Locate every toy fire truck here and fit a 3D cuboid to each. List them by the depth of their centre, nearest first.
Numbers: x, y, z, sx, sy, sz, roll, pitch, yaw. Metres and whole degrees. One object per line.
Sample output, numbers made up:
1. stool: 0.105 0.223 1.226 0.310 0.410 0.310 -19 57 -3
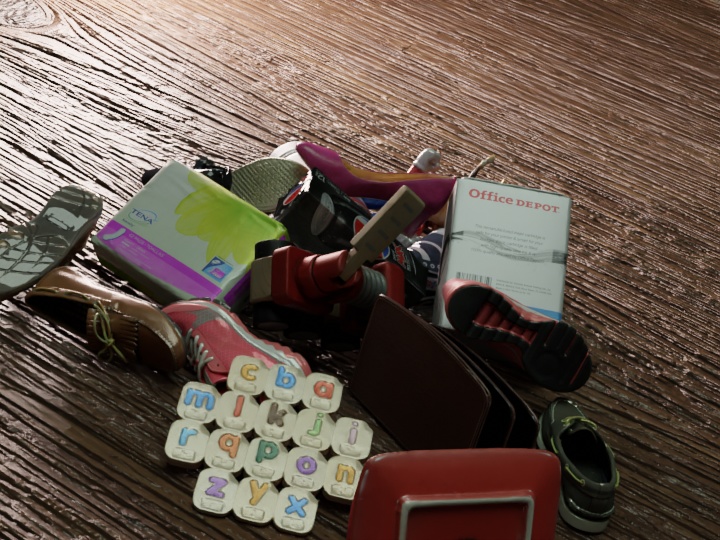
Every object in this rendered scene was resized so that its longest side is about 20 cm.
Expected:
1. toy fire truck: 0.000 0.000 1.481 0.200 0.129 0.176 -14 -23 38

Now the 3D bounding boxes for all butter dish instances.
1. butter dish: 0.059 0.242 1.199 0.200 0.200 0.148 1 8 -25

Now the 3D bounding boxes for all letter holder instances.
1. letter holder: 0.095 0.119 1.436 0.100 0.142 0.200 -9 36 -36

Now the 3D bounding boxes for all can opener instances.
1. can opener: -0.230 -0.112 1.732 0.063 0.079 0.200 22 -5 -38

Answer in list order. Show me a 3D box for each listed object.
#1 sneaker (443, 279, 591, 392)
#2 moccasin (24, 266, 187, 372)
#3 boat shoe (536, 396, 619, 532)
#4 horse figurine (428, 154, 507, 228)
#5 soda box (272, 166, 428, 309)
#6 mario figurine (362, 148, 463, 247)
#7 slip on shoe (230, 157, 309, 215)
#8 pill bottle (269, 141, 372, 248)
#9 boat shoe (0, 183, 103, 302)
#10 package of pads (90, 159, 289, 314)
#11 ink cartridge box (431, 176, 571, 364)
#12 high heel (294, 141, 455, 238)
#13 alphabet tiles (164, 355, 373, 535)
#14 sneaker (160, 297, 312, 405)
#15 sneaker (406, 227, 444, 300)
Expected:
1. sneaker: 0.177 0.063 1.517 0.200 0.074 0.087 33 8 -17
2. moccasin: -0.274 0.058 1.449 0.201 0.074 0.078 29 41 19
3. boat shoe: 0.238 0.196 1.453 0.072 0.060 0.202 10 29 -8
4. horse figurine: 0.158 -0.057 1.797 0.132 0.200 0.050 -30 1 -9
5. soda box: -0.010 -0.029 1.629 0.200 0.071 0.063 41 29 -19
6. mario figurine: 0.077 -0.097 1.841 0.200 0.124 0.106 -7 23 -28
7. slip on shoe: -0.129 -0.097 1.714 0.200 0.074 0.061 -12 -26 43
8. pill bottle: -0.060 -0.089 1.763 0.112 0.112 0.200 2 32 -22
9. boat shoe: -0.367 -0.019 1.547 0.076 0.072 0.200 34 46 10
10. package of pads: -0.196 -0.031 1.581 0.200 0.068 0.155 30 65 26
11. ink cartridge box: 0.170 0.002 1.629 0.145 0.084 0.200 10 68 -3
12. high heel: 0.019 -0.124 1.654 0.200 0.096 0.067 34 16 -17
13. alphabet tiles: -0.090 0.173 1.345 0.200 0.015 0.196 13 47 -2
14. sneaker: -0.150 0.093 1.443 0.200 0.074 0.087 25 34 21
15. sneaker: 0.131 0.022 1.704 0.108 0.070 0.200 -21 46 -42
